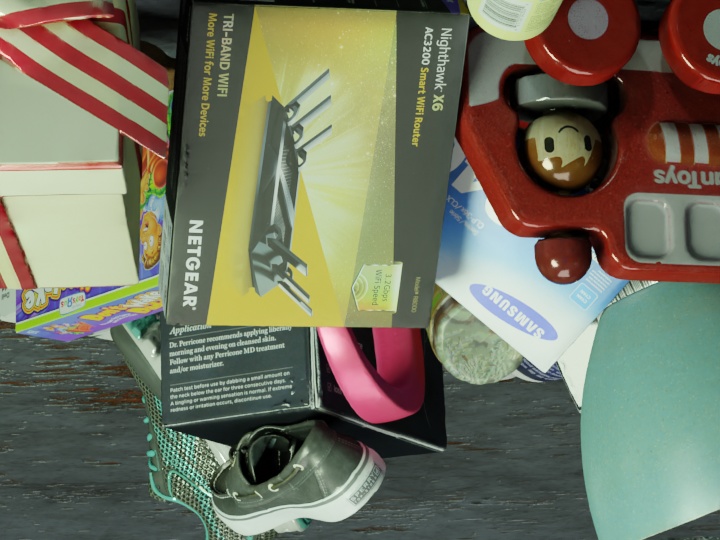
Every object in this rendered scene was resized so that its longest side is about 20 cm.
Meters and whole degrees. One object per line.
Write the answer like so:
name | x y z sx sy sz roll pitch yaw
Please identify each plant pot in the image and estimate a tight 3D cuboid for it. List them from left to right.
plant pot | 0.211 0.068 1.537 0.199 0.135 0.200 -22 174 -3

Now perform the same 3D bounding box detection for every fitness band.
fitness band | 0.000 0.000 1.627 0.037 0.201 0.144 -14 145 13

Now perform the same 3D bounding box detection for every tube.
tube | 0.097 -0.180 1.320 0.058 0.052 0.200 -41 171 -17

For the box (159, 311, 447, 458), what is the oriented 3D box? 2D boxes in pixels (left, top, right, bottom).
box | -0.038 0.020 1.758 0.124 0.197 0.200 -8 164 26

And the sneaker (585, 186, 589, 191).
sneaker | 0.096 -0.054 1.599 0.088 0.200 0.081 -38 -172 23

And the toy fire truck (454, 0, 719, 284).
toy fire truck | 0.152 -0.075 1.477 0.199 0.169 0.112 2 165 -14

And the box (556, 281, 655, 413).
box | 0.210 0.002 1.720 0.148 0.105 0.200 -25 -179 23

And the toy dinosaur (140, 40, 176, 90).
toy dinosaur | -0.124 -0.114 1.510 0.199 0.061 0.106 5 163 -24

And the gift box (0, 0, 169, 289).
gift box | -0.188 -0.084 1.331 0.184 0.201 0.187 -6 157 -3

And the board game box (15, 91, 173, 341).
board game box | -0.143 -0.041 1.636 0.045 0.135 0.200 11 161 -41

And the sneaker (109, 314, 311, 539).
sneaker | -0.124 0.121 1.824 0.091 0.200 0.078 -37 178 16

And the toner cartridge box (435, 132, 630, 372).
toner cartridge box | 0.066 -0.040 1.544 0.095 0.200 0.043 -50 -177 26

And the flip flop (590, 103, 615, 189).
flip flop | 0.163 -0.079 1.685 0.081 0.058 0.200 28 -176 8

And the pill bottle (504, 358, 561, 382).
pill bottle | 0.159 0.022 1.952 0.115 0.116 0.200 12 159 -43

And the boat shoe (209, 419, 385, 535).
boat shoe | -0.052 0.126 1.665 0.057 0.069 0.200 41 156 -17

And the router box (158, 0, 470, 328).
router box | -0.029 -0.066 1.467 0.157 0.201 0.052 0 -153 -11

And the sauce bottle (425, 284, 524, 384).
sauce bottle | 0.068 0.014 1.701 0.064 0.065 0.200 -1 -163 -4

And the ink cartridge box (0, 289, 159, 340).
ink cartridge box | -0.146 -0.001 1.890 0.200 0.083 0.146 12 160 -41
